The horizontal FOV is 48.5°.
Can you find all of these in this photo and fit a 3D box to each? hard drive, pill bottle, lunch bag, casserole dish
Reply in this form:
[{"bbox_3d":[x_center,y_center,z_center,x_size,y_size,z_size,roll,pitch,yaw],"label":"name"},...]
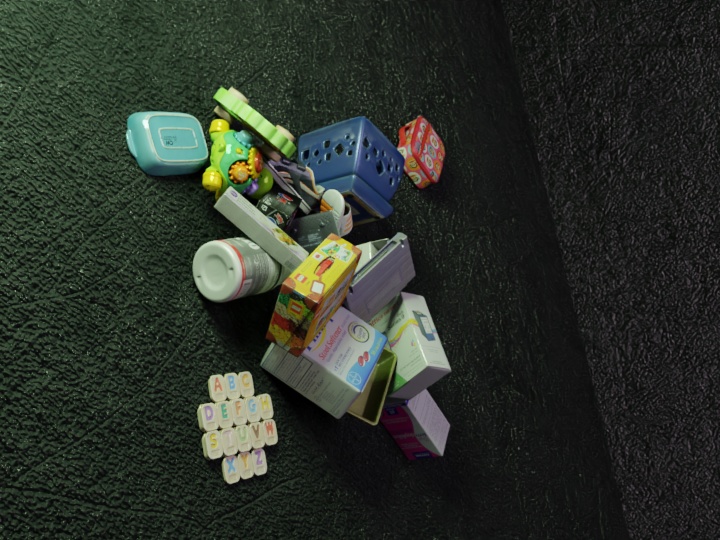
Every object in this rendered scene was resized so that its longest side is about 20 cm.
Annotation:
[{"bbox_3d":[-0.096,-0.019,1.742,0.042,0.133,0.202,4,74,-79],"label":"hard drive"},{"bbox_3d":[-0.219,-0.009,1.545,0.199,0.113,0.115,-14,89,-60],"label":"pill bottle"},{"bbox_3d":[0.174,-0.363,2.396,0.176,0.081,0.201,50,37,-29],"label":"lunch bag"},{"bbox_3d":[-0.355,-0.244,1.506,0.199,0.039,0.122,-15,90,-59],"label":"casserole dish"}]

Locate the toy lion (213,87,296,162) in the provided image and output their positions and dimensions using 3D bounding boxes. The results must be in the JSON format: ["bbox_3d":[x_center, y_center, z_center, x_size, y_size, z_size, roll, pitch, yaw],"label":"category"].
[{"bbox_3d":[-0.210,-0.293,1.584,0.199,0.069,0.192,39,1,1],"label":"toy lion"}]

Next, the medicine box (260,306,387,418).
[{"bbox_3d":[-0.072,0.165,1.637,0.199,0.103,0.183,35,38,-2],"label":"medicine box"}]

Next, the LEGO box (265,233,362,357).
[{"bbox_3d":[-0.088,0.046,1.541,0.077,0.150,0.200,29,38,9],"label":"LEGO box"}]

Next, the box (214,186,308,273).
[{"bbox_3d":[-0.185,-0.075,1.512,0.200,0.041,0.039,40,27,-12],"label":"box"}]

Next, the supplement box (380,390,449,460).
[{"bbox_3d":[0.126,0.358,1.954,0.201,0.100,0.104,55,36,-28],"label":"supplement box"}]

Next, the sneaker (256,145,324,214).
[{"bbox_3d":[-0.159,-0.215,1.746,0.200,0.079,0.078,46,-3,-34],"label":"sneaker"}]

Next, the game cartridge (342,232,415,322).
[{"bbox_3d":[0.037,0.025,1.731,0.200,0.038,0.130,-42,143,-24],"label":"game cartridge"}]

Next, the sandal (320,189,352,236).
[{"bbox_3d":[-0.053,-0.104,1.811,0.059,0.208,0.079,-18,53,-27],"label":"sandal"}]

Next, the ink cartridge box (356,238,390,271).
[{"bbox_3d":[0.000,0.000,1.805,0.117,0.198,0.068,36,45,-53],"label":"ink cartridge box"}]

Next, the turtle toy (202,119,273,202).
[{"bbox_3d":[-0.239,-0.204,1.593,0.200,0.100,0.147,60,32,-70],"label":"turtle toy"}]

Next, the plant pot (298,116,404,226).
[{"bbox_3d":[-0.029,-0.216,1.882,0.200,0.198,0.182,36,53,-47],"label":"plant pot"}]

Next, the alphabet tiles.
[{"bbox_3d":[-0.226,0.290,1.493,0.199,0.014,0.198,3,73,-58],"label":"alphabet tiles"}]

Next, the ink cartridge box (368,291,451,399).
[{"bbox_3d":[0.103,0.173,1.841,0.087,0.145,0.201,15,46,-41],"label":"ink cartridge box"}]

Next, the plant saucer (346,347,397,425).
[{"bbox_3d":[-0.035,0.223,1.733,0.199,0.048,0.201,28,47,-7],"label":"plant saucer"}]

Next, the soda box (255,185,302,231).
[{"bbox_3d":[-0.172,-0.117,1.630,0.070,0.064,0.200,28,15,-4],"label":"soda box"}]
